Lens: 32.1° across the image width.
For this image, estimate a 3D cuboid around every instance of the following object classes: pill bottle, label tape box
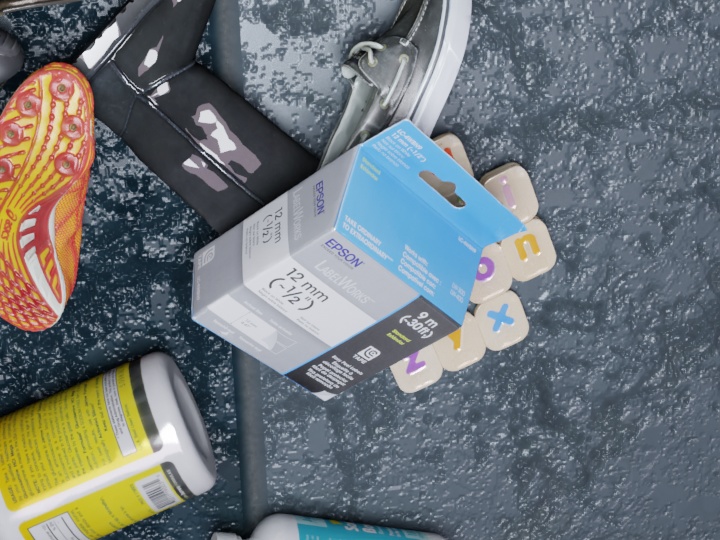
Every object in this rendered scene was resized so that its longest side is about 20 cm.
[{"bbox_3d":[-0.026,0.259,1.017,0.197,0.111,0.112,10,108,-14],"label":"pill bottle"},{"bbox_3d":[0.000,0.000,0.874,0.199,0.067,0.143,-29,133,29],"label":"label tape box"},{"bbox_3d":[-0.217,0.148,0.941,0.198,0.113,0.114,-23,113,-1],"label":"pill bottle"}]

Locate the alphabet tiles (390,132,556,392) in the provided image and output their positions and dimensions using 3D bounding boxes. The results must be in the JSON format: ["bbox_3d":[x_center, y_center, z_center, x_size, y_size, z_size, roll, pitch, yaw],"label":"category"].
[{"bbox_3d":[0.052,-0.002,0.981,0.198,0.015,0.197,-26,120,0],"label":"alphabet tiles"}]

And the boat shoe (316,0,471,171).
[{"bbox_3d":[0.021,-0.133,0.883,0.070,0.072,0.202,18,90,-20],"label":"boat shoe"}]

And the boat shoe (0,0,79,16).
[{"bbox_3d":[-0.250,-0.192,0.822,0.199,0.072,0.061,-17,80,-5],"label":"boat shoe"}]

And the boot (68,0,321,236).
[{"bbox_3d":[-0.089,-0.120,0.887,0.165,0.066,0.200,-41,109,15],"label":"boot"}]

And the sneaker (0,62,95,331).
[{"bbox_3d":[-0.225,-0.056,0.878,0.072,0.077,0.202,13,120,-8],"label":"sneaker"}]

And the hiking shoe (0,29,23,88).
[{"bbox_3d":[-0.289,-0.080,0.873,0.200,0.076,0.100,-41,120,16],"label":"hiking shoe"}]
